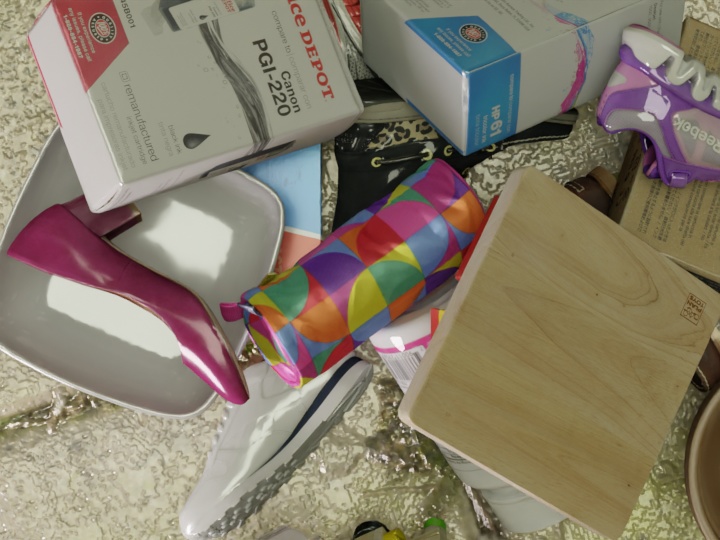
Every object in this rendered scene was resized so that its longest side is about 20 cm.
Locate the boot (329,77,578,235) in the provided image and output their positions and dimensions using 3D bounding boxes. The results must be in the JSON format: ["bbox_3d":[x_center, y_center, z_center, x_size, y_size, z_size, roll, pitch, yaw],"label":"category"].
[{"bbox_3d":[0.066,-0.071,1.452,0.203,0.073,0.154,-1,112,-22],"label":"boot"}]

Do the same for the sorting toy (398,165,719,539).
[{"bbox_3d":[0.135,0.060,1.327,0.200,0.070,0.199,32,77,-25],"label":"sorting toy"}]

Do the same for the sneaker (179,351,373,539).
[{"bbox_3d":[-0.080,0.127,1.457,0.080,0.076,0.200,41,86,11],"label":"sneaker"}]

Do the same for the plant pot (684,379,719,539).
[{"bbox_3d":[0.348,0.151,1.439,0.200,0.093,0.201,0,91,0],"label":"plant pot"}]

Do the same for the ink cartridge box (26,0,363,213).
[{"bbox_3d":[-0.118,-0.143,1.333,0.200,0.085,0.146,-20,86,-26],"label":"ink cartridge box"}]

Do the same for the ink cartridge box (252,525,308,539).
[{"bbox_3d":[-0.083,0.315,1.396,0.146,0.084,0.200,45,115,16],"label":"ink cartridge box"}]

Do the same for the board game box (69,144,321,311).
[{"bbox_3d":[-0.129,-0.044,1.462,0.199,0.040,0.153,-1,91,0],"label":"board game box"}]

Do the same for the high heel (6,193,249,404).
[{"bbox_3d":[-0.165,0.033,1.337,0.096,0.067,0.200,-35,77,-9],"label":"high heel"}]

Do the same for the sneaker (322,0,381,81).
[{"bbox_3d":[-0.050,-0.212,1.443,0.082,0.078,0.200,-36,90,2],"label":"sneaker"}]

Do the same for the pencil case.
[{"bbox_3d":[0.000,0.000,1.355,0.200,0.088,0.088,-34,91,-14],"label":"pencil case"}]

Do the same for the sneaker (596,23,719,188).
[{"bbox_3d":[0.251,-0.092,1.338,0.200,0.080,0.089,33,97,-13],"label":"sneaker"}]

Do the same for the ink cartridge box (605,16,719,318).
[{"bbox_3d":[0.286,-0.070,1.413,0.164,0.075,0.200,23,69,-4],"label":"ink cartridge box"}]

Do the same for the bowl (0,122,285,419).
[{"bbox_3d":[-0.169,-0.002,1.406,0.199,0.075,0.200,23,90,0],"label":"bowl"}]

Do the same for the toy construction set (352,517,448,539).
[{"bbox_3d":[0.015,0.269,1.449,0.200,0.092,0.131,-34,116,8],"label":"toy construction set"}]

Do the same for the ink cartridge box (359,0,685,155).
[{"bbox_3d":[0.120,-0.186,1.376,0.200,0.085,0.145,-25,48,-20],"label":"ink cartridge box"}]

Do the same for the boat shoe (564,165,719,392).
[{"bbox_3d":[0.214,0.017,1.449,0.070,0.070,0.200,-33,81,-12],"label":"boat shoe"}]

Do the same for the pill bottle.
[{"bbox_3d":[0.100,0.095,1.413,0.113,0.113,0.200,-32,107,0],"label":"pill bottle"}]
